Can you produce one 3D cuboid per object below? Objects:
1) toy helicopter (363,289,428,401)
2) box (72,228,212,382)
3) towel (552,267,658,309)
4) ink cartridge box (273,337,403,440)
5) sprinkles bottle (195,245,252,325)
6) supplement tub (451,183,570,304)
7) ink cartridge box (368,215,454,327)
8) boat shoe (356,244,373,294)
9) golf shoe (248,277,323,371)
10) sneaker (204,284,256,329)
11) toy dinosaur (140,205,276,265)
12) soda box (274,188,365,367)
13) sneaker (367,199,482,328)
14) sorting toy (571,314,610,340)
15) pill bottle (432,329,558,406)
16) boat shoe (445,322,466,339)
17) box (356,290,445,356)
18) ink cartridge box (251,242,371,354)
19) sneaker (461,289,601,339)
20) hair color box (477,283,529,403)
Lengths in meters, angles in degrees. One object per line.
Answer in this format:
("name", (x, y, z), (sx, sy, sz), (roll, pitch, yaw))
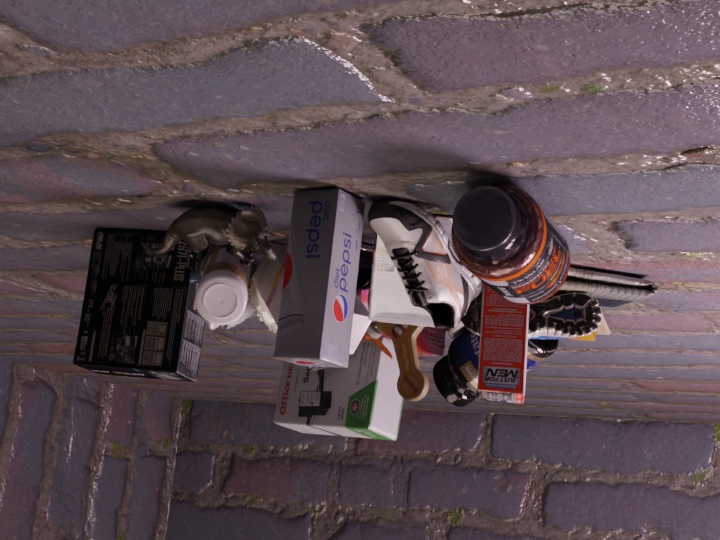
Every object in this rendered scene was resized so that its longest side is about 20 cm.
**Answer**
("toy helicopter", (0.054, 0.096, 1.723), (0.131, 0.203, 0.079), (-18, 160, 21))
("box", (-0.310, 0.050, 1.684), (0.161, 0.203, 0.086), (2, 166, 13))
("towel", (0.304, 0.025, 1.699), (0.197, 0.035, 0.193), (5, 171, -8))
("ink cartridge box", (-0.031, 0.183, 1.836), (0.198, 0.149, 0.083), (-3, 160, 38))
("sprinkles bottle", (-0.183, 0.013, 1.586), (0.067, 0.069, 0.200), (7, -166, -4))
("supplement tub", (0.164, -0.031, 1.301), (0.106, 0.108, 0.200), (1, 167, 23))
("ink cartridge box", (0.069, -0.013, 1.510), (0.107, 0.051, 0.202), (6, 135, 2))
("boat shoe", (0.000, 0.000, 1.608), (0.074, 0.063, 0.199), (-27, 150, 34))
("golf shoe", (-0.083, 0.064, 1.742), (0.096, 0.079, 0.200), (-24, 132, 28))
("sneaker", (-0.188, 0.045, 1.790), (0.074, 0.087, 0.200), (41, -167, 16))
("toy dinosaur", (-0.190, -0.054, 1.503), (0.197, 0.078, 0.103), (9, 157, 13))
("soda box", (-0.047, 0.009, 1.365), (0.068, 0.203, 0.063), (0, 167, 32))
("sneaker", (0.076, -0.006, 1.413), (0.073, 0.081, 0.200), (-8, 135, 47))
("sorting toy", (0.315, 0.086, 1.942), (0.183, 0.037, 0.200), (1, 167, 20))
("pill bottle", (0.210, 0.132, 1.850), (0.111, 0.113, 0.200), (15, 137, -38))
("boat shoe", (0.155, 0.056, 1.823), (0.074, 0.061, 0.200), (-37, 170, -6))
("box", (0.040, 0.079, 1.899), (0.198, 0.097, 0.099), (16, 165, -39))
("ink cartridge box", (-0.077, 0.027, 1.653), (0.116, 0.068, 0.200), (14, -155, -33))
("sneaker", (0.240, 0.071, 1.661), (0.197, 0.080, 0.089), (4, 169, 4))
("hair color box", (0.187, 0.064, 1.504), (0.063, 0.203, 0.111), (4, 169, 8))
